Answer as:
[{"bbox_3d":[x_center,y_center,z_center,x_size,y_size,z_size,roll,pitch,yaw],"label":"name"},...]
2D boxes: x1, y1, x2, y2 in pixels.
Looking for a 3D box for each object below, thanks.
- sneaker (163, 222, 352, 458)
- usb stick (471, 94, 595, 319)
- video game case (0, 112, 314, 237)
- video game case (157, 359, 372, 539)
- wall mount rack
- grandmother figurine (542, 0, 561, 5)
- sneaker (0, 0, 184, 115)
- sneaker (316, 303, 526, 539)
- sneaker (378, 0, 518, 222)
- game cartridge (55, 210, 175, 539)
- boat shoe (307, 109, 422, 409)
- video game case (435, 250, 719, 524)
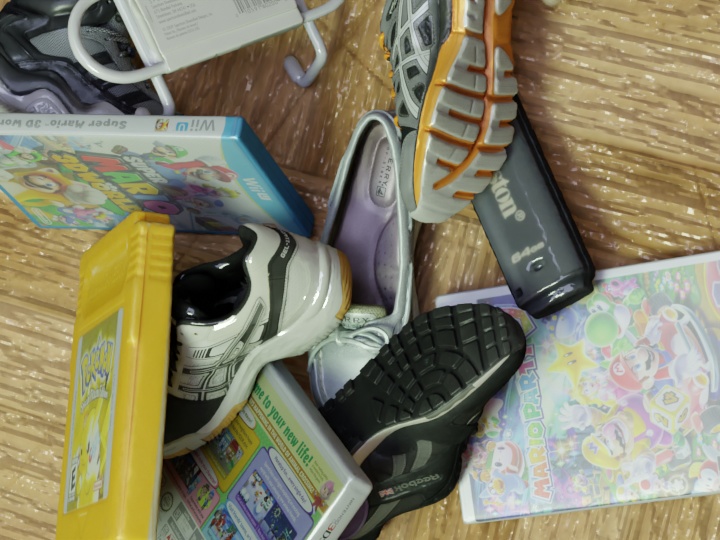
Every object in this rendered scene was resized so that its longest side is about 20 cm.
[{"bbox_3d":[-0.096,0.037,1.379,0.200,0.087,0.076,-44,38,29],"label":"sneaker"},{"bbox_3d":[0.086,-0.068,1.378,0.055,0.033,0.201,-27,73,13],"label":"usb stick"},{"bbox_3d":[-0.143,-0.060,1.411,0.198,0.143,0.018,2,66,20],"label":"video game case"},{"bbox_3d":[-0.085,0.152,1.380,0.183,0.022,0.200,-55,33,9],"label":"video game case"},{"bbox_3d":[-0.113,-0.182,1.416,0.199,0.075,0.175,-22,80,-26],"label":"wall mount rack"},{"bbox_3d":[0.135,-0.226,1.371,0.198,0.061,0.122,8,116,17],"label":"grandmother figurine"},{"bbox_3d":[-0.157,-0.134,1.455,0.199,0.076,0.115,23,80,5],"label":"sneaker"},{"bbox_3d":[0.037,0.095,1.363,0.200,0.087,0.076,-38,39,27],"label":"sneaker"},{"bbox_3d":[0.048,-0.129,1.351,0.077,0.078,0.202,4,83,39],"label":"sneaker"},{"bbox_3d":[-0.154,0.074,1.388,0.032,0.176,0.202,5,78,-18],"label":"game cartridge"},{"bbox_3d":[0.002,0.000,1.394,0.074,0.065,0.204,15,96,20],"label":"boat shoe"},{"bbox_3d":[0.149,0.072,1.364,0.198,0.018,0.145,-9,84,19],"label":"video game case"}]
